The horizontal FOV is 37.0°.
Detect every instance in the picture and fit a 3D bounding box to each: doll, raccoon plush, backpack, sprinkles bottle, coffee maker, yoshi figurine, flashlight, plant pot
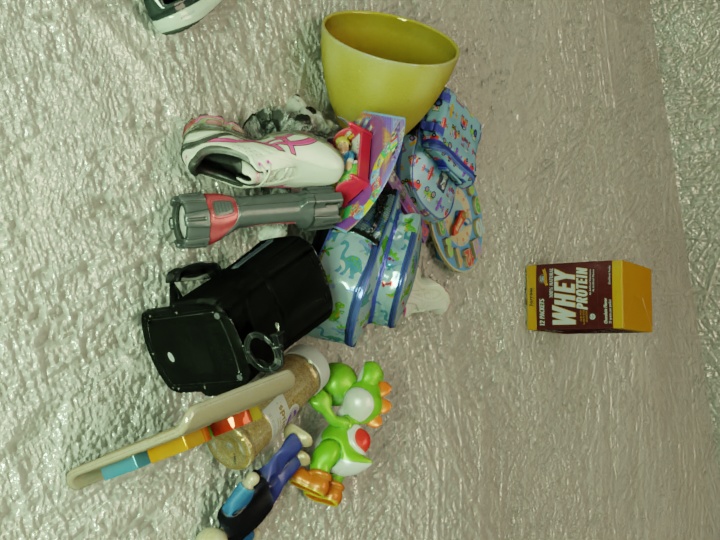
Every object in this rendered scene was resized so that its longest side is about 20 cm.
[{"bbox_3d":[-0.131,0.283,1.323,0.200,0.048,0.137,-46,153,-43],"label":"doll"},{"bbox_3d":[-0.097,-0.133,1.422,0.134,0.096,0.201,2,102,-67],"label":"raccoon plush"},{"bbox_3d":[0.096,-0.162,1.673,0.183,0.134,0.201,41,54,-50],"label":"backpack"},{"bbox_3d":[-0.114,0.169,1.360,0.200,0.068,0.069,-43,123,-51],"label":"sprinkles bottle"},{"bbox_3d":[0.000,0.000,1.448,0.183,0.146,0.201,97,14,-60],"label":"backpack"},{"bbox_3d":[-0.118,0.055,1.246,0.200,0.191,0.135,-39,138,-50],"label":"coffee maker"},{"bbox_3d":[-0.039,0.209,1.473,0.112,0.112,0.201,32,70,-19],"label":"yoshi figurine"},{"bbox_3d":[-0.124,-0.065,1.283,0.199,0.068,0.068,-6,117,-29],"label":"flashlight"},{"bbox_3d":[0.030,-0.270,1.549,0.200,0.199,0.143,-38,147,-53],"label":"plant pot"}]

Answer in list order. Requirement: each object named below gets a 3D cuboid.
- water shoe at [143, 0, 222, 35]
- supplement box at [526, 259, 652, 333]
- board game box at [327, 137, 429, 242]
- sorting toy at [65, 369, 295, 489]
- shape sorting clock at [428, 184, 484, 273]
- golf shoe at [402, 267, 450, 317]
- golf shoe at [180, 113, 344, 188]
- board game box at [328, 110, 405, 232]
[{"bbox_3d":[-0.190,-0.360,1.285,0.079,0.071,0.200,63,38,-30],"label":"water shoe"},{"bbox_3d":[0.466,0.058,2.187,0.197,0.199,0.134,10,79,-58],"label":"supplement box"},{"bbox_3d":[0.006,-0.111,1.534,0.200,0.119,0.032,55,42,-39],"label":"board game box"},{"bbox_3d":[-0.183,0.172,1.131,0.185,0.200,0.037,-15,78,-58],"label":"sorting toy"},{"bbox_3d":[0.169,-0.095,1.873,0.200,0.039,0.201,9,79,-58],"label":"shape sorting clock"},{"bbox_3d":[0.073,0.038,1.689,0.200,0.075,0.092,36,72,-49],"label":"golf shoe"},{"bbox_3d":[-0.115,-0.123,1.283,0.092,0.199,0.073,-97,-160,-48],"label":"golf shoe"},{"bbox_3d":[-0.020,-0.135,1.361,0.039,0.200,0.159,27,91,-25],"label":"board game box"}]
